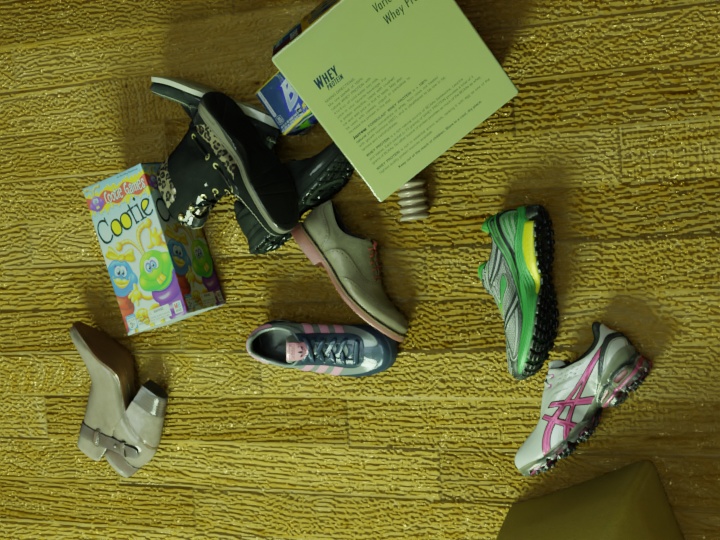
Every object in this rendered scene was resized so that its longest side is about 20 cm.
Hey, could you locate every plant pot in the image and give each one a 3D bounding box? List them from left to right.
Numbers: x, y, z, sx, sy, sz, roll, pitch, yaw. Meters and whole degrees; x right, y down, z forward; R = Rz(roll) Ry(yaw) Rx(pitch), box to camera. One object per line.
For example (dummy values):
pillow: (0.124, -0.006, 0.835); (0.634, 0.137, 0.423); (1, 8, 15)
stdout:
plant pot: (0.258, 0.355, 1.260); (0.193, 0.199, 0.197); (-24, 86, 23)

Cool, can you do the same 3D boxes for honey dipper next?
honey dipper: (0.053, -0.163, 1.387); (0.037, 0.038, 0.204); (-8, 90, 24)

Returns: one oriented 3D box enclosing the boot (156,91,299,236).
boot: (-0.171, -0.102, 1.419); (0.150, 0.073, 0.201); (-41, 80, 37)

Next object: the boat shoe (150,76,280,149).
boat shoe: (-0.195, -0.202, 1.472); (0.198, 0.072, 0.069); (26, 104, 16)

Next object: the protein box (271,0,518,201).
protein box: (0.034, -0.229, 1.275); (0.198, 0.135, 0.201); (-37, 106, 8)

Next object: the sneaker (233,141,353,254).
sneaker: (-0.090, -0.110, 1.437); (0.199, 0.076, 0.091); (-40, 73, 20)

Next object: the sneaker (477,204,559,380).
sneaker: (0.185, 0.027, 1.335); (0.084, 0.078, 0.204); (-4, 85, 30)

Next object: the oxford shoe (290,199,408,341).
oxford shoe: (0.000, 0.000, 1.409); (0.075, 0.070, 0.200); (-42, 86, 7)

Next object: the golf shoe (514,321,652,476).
golf shoe: (0.244, 0.152, 1.320); (0.092, 0.072, 0.200); (45, 101, 19)

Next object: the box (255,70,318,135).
box: (-0.033, -0.256, 1.399); (0.199, 0.064, 0.071); (-40, 81, 21)

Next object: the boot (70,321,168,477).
boot: (-0.359, 0.188, 1.586); (0.199, 0.070, 0.147); (39, 111, 16)

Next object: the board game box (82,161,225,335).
board game box: (-0.274, -0.031, 1.506); (0.104, 0.103, 0.203); (-19, 88, 24)

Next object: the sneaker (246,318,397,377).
sneaker: (-0.053, 0.103, 1.434); (0.197, 0.082, 0.072); (1, 96, 23)
